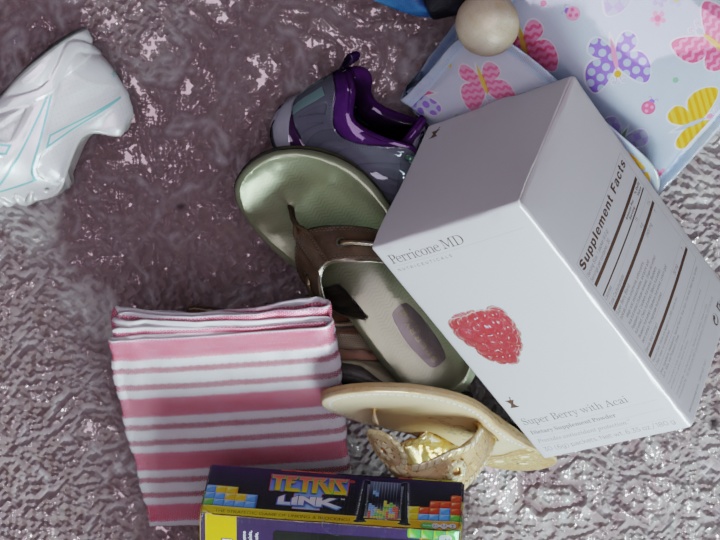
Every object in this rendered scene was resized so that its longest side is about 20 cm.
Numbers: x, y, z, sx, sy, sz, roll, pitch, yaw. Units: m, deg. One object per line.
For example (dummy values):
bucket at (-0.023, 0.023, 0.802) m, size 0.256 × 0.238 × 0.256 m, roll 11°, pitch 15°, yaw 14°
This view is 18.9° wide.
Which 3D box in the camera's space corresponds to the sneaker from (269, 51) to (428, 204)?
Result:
sneaker at (0.031, -0.048, 1.412) m, size 0.200 × 0.075 × 0.087 m, roll 46°, pitch 129°, yaw -9°

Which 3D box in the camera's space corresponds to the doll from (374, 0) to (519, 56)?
doll at (0.057, -0.219, 1.352) m, size 0.136 × 0.048 × 0.201 m, roll -25°, pitch 58°, yaw 16°

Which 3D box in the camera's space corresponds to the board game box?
board game box at (-0.020, 0.225, 1.395) m, size 0.164 × 0.057 × 0.201 m, roll 5°, pitch 121°, yaw 4°

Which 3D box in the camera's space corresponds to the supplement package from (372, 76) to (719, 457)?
supplement package at (0.123, 0.001, 1.360) m, size 0.121 × 0.120 × 0.200 m, roll -17°, pitch 124°, yaw 39°

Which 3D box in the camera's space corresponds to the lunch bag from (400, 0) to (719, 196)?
lunch bag at (0.150, -0.131, 1.401) m, size 0.169 × 0.127 × 0.200 m, roll 42°, pitch 105°, yaw -8°

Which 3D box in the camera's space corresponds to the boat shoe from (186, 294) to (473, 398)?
boat shoe at (-0.020, 0.050, 1.446) m, size 0.199 × 0.076 × 0.074 m, roll 13°, pitch 66°, yaw -9°

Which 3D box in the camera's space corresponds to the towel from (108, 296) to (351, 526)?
towel at (-0.081, 0.095, 1.412) m, size 0.145 × 0.030 × 0.201 m, roll -3°, pitch 134°, yaw 3°

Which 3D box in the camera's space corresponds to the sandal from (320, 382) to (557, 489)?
sandal at (0.059, 0.126, 1.401) m, size 0.077 × 0.211 × 0.070 m, roll -16°, pitch 67°, yaw 38°

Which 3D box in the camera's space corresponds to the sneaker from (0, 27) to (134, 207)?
sneaker at (-0.234, -0.068, 1.407) m, size 0.200 × 0.070 × 0.080 m, roll -39°, pitch 102°, yaw 1°

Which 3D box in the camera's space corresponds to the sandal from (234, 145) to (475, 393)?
sandal at (0.001, 0.000, 1.374) m, size 0.080 × 0.057 × 0.201 m, roll -43°, pitch 90°, yaw 17°
